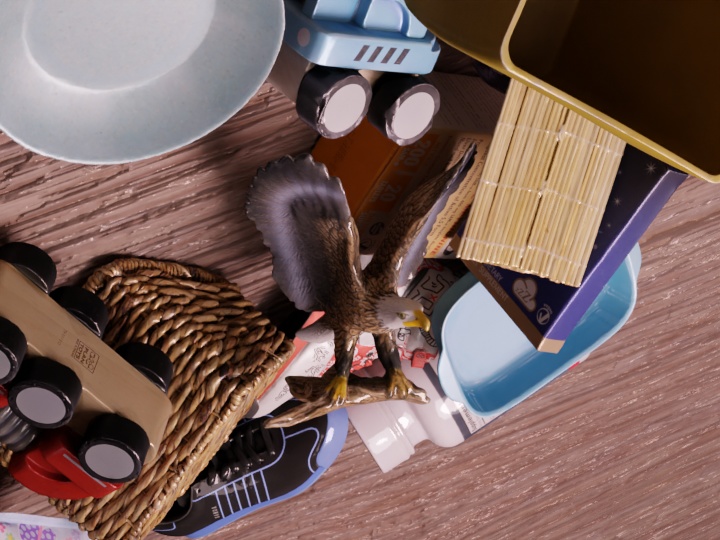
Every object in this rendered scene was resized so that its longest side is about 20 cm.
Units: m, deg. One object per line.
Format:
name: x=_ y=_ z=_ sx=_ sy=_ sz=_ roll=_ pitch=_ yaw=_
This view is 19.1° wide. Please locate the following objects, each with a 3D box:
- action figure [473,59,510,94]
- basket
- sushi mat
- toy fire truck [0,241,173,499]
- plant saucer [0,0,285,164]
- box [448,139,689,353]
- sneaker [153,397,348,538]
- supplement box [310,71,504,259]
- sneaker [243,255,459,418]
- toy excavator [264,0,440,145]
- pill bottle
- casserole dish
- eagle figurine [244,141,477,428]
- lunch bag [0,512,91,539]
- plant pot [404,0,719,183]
action figure: x=0.091 y=-0.210 z=1.476 sx=0.129 sy=0.070 sz=0.201 roll=-27 pitch=134 yaw=-1
basket: x=-0.164 y=0.087 z=1.617 sx=0.200 sy=0.149 sz=0.143 roll=-53 pitch=176 yaw=24
sushi mat: x=0.138 y=-0.092 z=1.482 sx=0.095 sy=0.012 sz=0.202 roll=15 pitch=99 yaw=-11
toy fire truck: x=-0.257 y=0.106 z=1.491 sx=0.199 sy=0.129 sz=0.176 roll=-30 pitch=121 yaw=35
plant saucer: x=-0.147 y=-0.151 z=1.341 sx=0.199 sy=0.039 sz=0.202 roll=-13 pitch=140 yaw=-12
box: x=0.156 y=-0.056 z=1.539 sx=0.032 sy=0.121 sz=0.201 roll=10 pitch=122 yaw=-47
sneaker: x=-0.102 y=0.159 z=1.729 sx=0.199 sy=0.071 sz=0.078 roll=-36 pitch=152 yaw=24
supplement box: x=0.063 y=-0.077 z=1.605 sx=0.199 sy=0.074 sz=0.126 roll=1 pitch=133 yaw=-43
sneaker: x=-0.005 y=0.061 z=1.682 sx=0.108 sy=0.067 sz=0.202 roll=32 pitch=110 yaw=-14
toy excavator: x=-0.014 y=-0.196 z=1.391 sx=0.194 sy=0.100 sz=0.201 roll=1 pitch=119 yaw=-44
pill bottle: x=0.077 y=0.074 z=1.762 sx=0.199 sy=0.120 sz=0.120 roll=-33 pitch=147 yaw=-3
casserole dish: x=0.131 y=0.027 z=1.659 sx=0.199 sy=0.039 sz=0.122 roll=-34 pitch=126 yaw=-17
eagle figurine: x=0.006 y=0.001 z=1.506 sx=0.152 sy=0.150 sz=0.202 roll=-31 pitch=124 yaw=-61
lunch bag: x=-0.307 y=0.242 z=1.588 sx=0.169 sy=0.128 sz=0.199 roll=-22 pitch=160 yaw=30
plant pot: x=0.144 y=-0.195 z=1.348 sx=0.199 sy=0.176 sz=0.201 roll=24 pitch=88 yaw=-34
